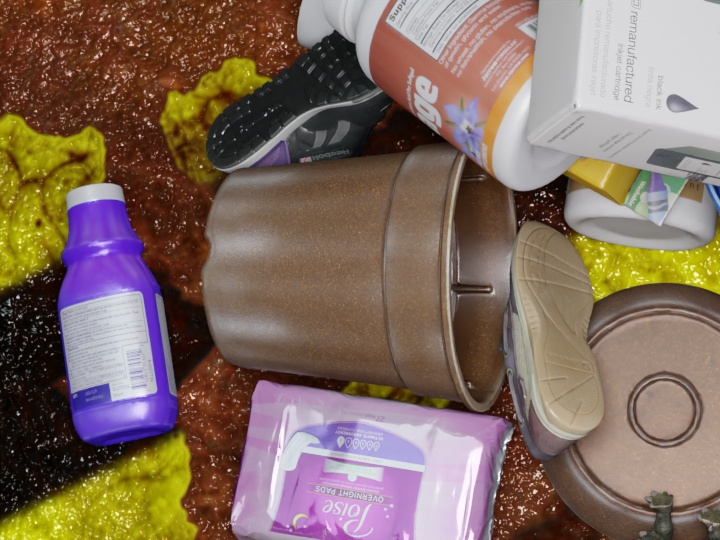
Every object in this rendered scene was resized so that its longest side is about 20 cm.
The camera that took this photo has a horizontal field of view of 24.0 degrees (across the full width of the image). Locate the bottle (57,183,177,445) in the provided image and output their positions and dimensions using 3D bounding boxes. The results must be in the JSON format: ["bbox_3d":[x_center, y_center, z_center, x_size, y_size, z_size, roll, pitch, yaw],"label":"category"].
[{"bbox_3d":[-0.197,0.033,1.339,0.083,0.065,0.202,-13,76,8],"label":"bottle"}]

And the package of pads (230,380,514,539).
[{"bbox_3d":[0.010,0.157,1.268,0.198,0.076,0.122,7,79,13],"label":"package of pads"}]

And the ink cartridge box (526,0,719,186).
[{"bbox_3d":[0.214,-0.137,1.053,0.198,0.084,0.147,10,75,-15],"label":"ink cartridge box"}]

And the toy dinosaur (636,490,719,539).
[{"bbox_3d":[0.237,0.223,1.215,0.198,0.077,0.103,4,124,0],"label":"toy dinosaur"}]

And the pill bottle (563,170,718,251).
[{"bbox_3d":[0.220,-0.124,1.263,0.113,0.114,0.202,7,80,12],"label":"pill bottle"}]

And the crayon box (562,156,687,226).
[{"bbox_3d":[0.157,-0.135,1.203,0.199,0.051,0.126,32,93,29],"label":"crayon box"}]

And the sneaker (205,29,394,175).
[{"bbox_3d":[-0.018,-0.123,1.314,0.199,0.087,0.076,-27,51,23],"label":"sneaker"}]

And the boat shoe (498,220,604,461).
[{"bbox_3d":[0.132,0.050,1.245,0.071,0.065,0.201,18,43,-23],"label":"boat shoe"}]

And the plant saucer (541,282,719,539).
[{"bbox_3d":[0.226,0.106,1.258,0.198,0.034,0.202,-2,79,12],"label":"plant saucer"}]

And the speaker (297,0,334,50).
[{"bbox_3d":[0.052,-0.178,1.325,0.199,0.081,0.082,24,84,14],"label":"speaker"}]

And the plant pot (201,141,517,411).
[{"bbox_3d":[0.000,0.000,1.252,0.196,0.200,0.202,0,79,20],"label":"plant pot"}]

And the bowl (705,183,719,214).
[{"bbox_3d":[0.323,-0.082,1.126,0.198,0.039,0.203,-1,74,5],"label":"bowl"}]

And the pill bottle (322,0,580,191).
[{"bbox_3d":[0.069,-0.152,1.159,0.200,0.112,0.112,40,88,29],"label":"pill bottle"}]
